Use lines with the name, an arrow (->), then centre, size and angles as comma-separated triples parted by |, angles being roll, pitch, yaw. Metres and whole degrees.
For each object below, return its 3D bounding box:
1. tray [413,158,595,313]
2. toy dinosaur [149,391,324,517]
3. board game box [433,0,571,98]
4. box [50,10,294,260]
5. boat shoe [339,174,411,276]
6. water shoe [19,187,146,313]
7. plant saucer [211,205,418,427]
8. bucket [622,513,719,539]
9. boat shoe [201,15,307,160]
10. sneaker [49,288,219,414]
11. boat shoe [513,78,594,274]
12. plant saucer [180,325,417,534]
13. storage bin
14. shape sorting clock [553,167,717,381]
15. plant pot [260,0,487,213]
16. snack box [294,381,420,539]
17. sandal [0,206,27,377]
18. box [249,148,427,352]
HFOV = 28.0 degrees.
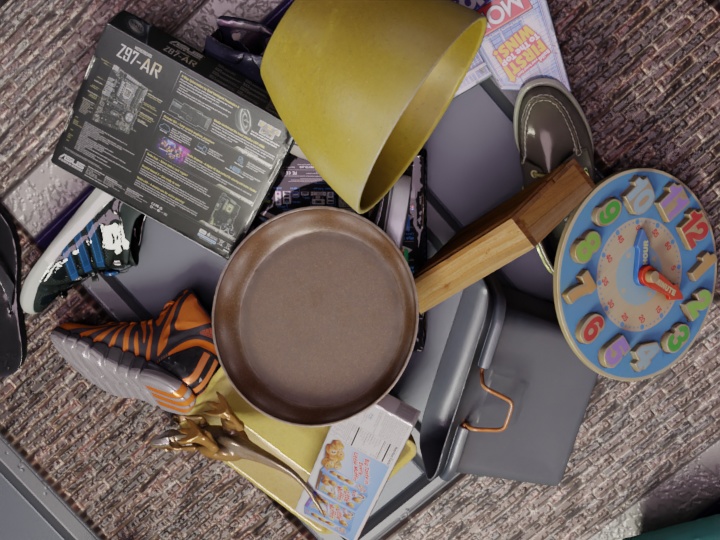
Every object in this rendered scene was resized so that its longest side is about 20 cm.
tray -> 0.122, -0.030, 1.324 | 0.037, 0.099, 0.200 | 50, 148, -3
toy dinosaur -> -0.125, 0.172, 1.438 | 0.198, 0.106, 0.061 | 15, 67, 29
board game box -> 0.104, -0.230, 1.349 | 0.199, 0.062, 0.201 | -30, 99, 13
box -> -0.171, -0.124, 1.345 | 0.199, 0.044, 0.161 | 28, 120, -2
boat shoe -> 0.000, 0.000, 1.376 | 0.066, 0.070, 0.202 | 14, 114, 0
water shoe -> -0.263, -0.019, 1.441 | 0.079, 0.072, 0.200 | 39, 105, -3
plant saucer -> -0.039, 0.042, 1.325 | 0.198, 0.032, 0.202 | -2, 83, 16
bucket -> 0.339, 0.338, 1.408 | 0.134, 0.207, 0.209 | -15, 103, 18
boat shoe -> -0.064, -0.168, 1.354 | 0.198, 0.075, 0.093 | 20, 146, 6
sneaker -> -0.216, 0.070, 1.464 | 0.199, 0.112, 0.078 | 18, 150, 30
boat shoe -> 0.186, -0.081, 1.351 | 0.071, 0.060, 0.203 | -8, 122, 13
plant saucer -> -0.059, 0.152, 1.448 | 0.199, 0.049, 0.200 | 38, 134, -4
storage bin -> 0.152, 0.116, 1.405 | 0.133, 0.146, 0.202 | 13, 107, -8
shape sorting clock -> 0.263, 0.004, 1.357 | 0.198, 0.039, 0.202 | -2, 94, -34
plant pot -> -0.002, -0.173, 1.258 | 0.141, 0.200, 0.201 | 34, 106, 8
snack box -> -0.006, 0.187, 1.397 | 0.071, 0.024, 0.201 | 27, 134, 5
sandal -> -0.383, 0.014, 1.480 | 0.075, 0.043, 0.202 | -9, 104, 9
box -> -0.033, -0.021, 1.427 | 0.198, 0.050, 0.201 | 0, 106, 6
